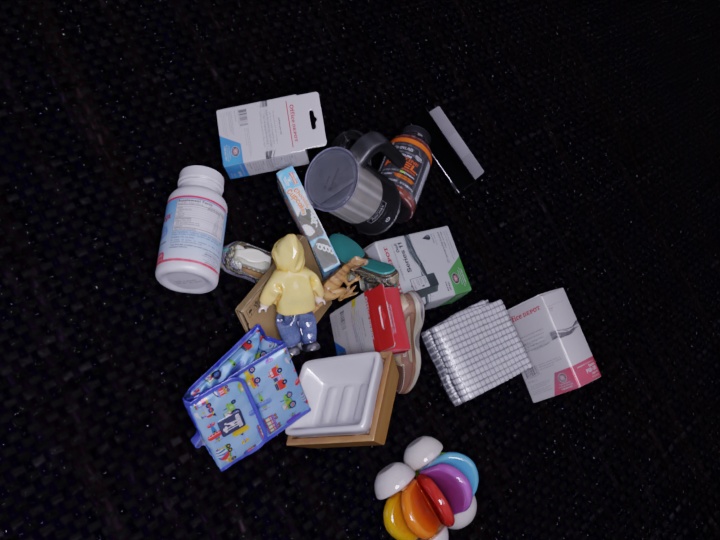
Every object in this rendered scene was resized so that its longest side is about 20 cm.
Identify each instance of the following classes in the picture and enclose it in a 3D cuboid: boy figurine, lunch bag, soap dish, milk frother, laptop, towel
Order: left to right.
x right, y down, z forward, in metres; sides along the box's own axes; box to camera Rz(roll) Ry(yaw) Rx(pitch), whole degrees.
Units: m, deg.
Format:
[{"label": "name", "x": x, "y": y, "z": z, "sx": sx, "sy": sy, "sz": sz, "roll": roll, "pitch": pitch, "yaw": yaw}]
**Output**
[{"label": "lunch bag", "x": -0.198, "y": 0.217, "z": 1.331, "sx": 0.199, "sy": 0.093, "sz": 0.153, "roll": -37, "pitch": 127, "yaw": -25}, {"label": "boy figurine", "x": -0.120, "y": 0.041, "z": 1.382, "sx": 0.122, "sy": 0.064, "sz": 0.206, "roll": -13, "pitch": 101, "yaw": -23}, {"label": "milk frother", "x": -0.031, "y": -0.189, "z": 1.548, "sx": 0.187, "sy": 0.197, "sz": 0.184, "roll": 24, "pitch": 90, "yaw": -60}, {"label": "soap dish", "x": -0.028, "y": 0.229, "z": 1.400, "sx": 0.081, "sy": 0.197, "sz": 0.161, "roll": 41, "pitch": 51, "yaw": -38}, {"label": "laptop", "x": 0.208, "y": -0.281, "z": 1.780, "sx": 0.189, "sy": 0.115, "sz": 0.199, "roll": 54, "pitch": 46, "yaw": -2}, {"label": "towel", "x": 0.232, "y": 0.162, "z": 1.651, "sx": 0.197, "sy": 0.085, "sz": 0.169, "roll": -20, "pitch": 80, "yaw": -34}]

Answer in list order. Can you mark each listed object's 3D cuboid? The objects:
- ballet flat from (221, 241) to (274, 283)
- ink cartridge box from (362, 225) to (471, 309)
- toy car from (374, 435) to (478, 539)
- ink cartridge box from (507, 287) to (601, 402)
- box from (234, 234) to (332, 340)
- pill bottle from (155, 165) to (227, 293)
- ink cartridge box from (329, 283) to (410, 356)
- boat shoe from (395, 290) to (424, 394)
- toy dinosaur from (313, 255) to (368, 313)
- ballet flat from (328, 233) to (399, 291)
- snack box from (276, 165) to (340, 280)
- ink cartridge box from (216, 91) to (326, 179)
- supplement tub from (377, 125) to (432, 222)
[{"label": "ballet flat", "x": -0.163, "y": -0.002, "z": 1.479, "sx": 0.196, "sy": 0.072, "sz": 0.074, "roll": 19, "pitch": 61, "yaw": -24}, {"label": "ink cartridge box", "x": 0.107, "y": 0.006, "z": 1.634, "sx": 0.196, "sy": 0.083, "sz": 0.150, "roll": -14, "pitch": 78, "yaw": -34}, {"label": "toy car", "x": 0.135, "y": 0.399, "z": 1.450, "sx": 0.198, "sy": 0.149, "sz": 0.177, "roll": -32, "pitch": 88, "yaw": -36}, {"label": "ink cartridge box", "x": 0.396, "y": 0.157, "z": 1.713, "sx": 0.081, "sy": 0.146, "sz": 0.204, "roll": -15, "pitch": 79, "yaw": -35}, {"label": "box", "x": -0.131, "y": 0.064, "z": 1.449, "sx": 0.201, "sy": 0.021, "sz": 0.166, "roll": -53, "pitch": 137, "yaw": -36}, {"label": "pill bottle", "x": -0.287, "y": -0.072, "z": 1.405, "sx": 0.107, "sy": 0.108, "sz": 0.205, "roll": 16, "pitch": 63, "yaw": -25}, {"label": "ink cartridge box", "x": 0.024, "y": 0.105, "z": 1.468, "sx": 0.066, "sy": 0.199, "sz": 0.119, "roll": -3, "pitch": 73, "yaw": -32}, {"label": "boat shoe", "x": 0.071, "y": 0.136, "z": 1.528, "sx": 0.070, "sy": 0.075, "sz": 0.206, "roll": -6, "pitch": 108, "yaw": -25}, {"label": "toy dinosaur", "x": -0.060, "y": 0.040, "z": 1.472, "sx": 0.060, "sy": 0.201, "sz": 0.106, "roll": 44, "pitch": 15, "yaw": 17}, {"label": "ballet flat", "x": 0.000, "y": 0.000, "z": 1.554, "sx": 0.067, "sy": 0.198, "sz": 0.077, "roll": -23, "pitch": 127, "yaw": -33}, {"label": "snack box", "x": -0.099, "y": -0.086, "z": 1.523, "sx": 0.036, "sy": 0.116, "sz": 0.204, "roll": -25, "pitch": 84, "yaw": -8}, {"label": "ink cartridge box", "x": -0.163, "y": -0.253, "z": 1.524, "sx": 0.194, "sy": 0.067, "sz": 0.119, "roll": -10, "pitch": 73, "yaw": 0}, {"label": "supplement tub", "x": 0.089, "y": -0.207, "z": 1.696, "sx": 0.106, "sy": 0.107, "sz": 0.203, "roll": 31, "pitch": 57, "yaw": -17}]
